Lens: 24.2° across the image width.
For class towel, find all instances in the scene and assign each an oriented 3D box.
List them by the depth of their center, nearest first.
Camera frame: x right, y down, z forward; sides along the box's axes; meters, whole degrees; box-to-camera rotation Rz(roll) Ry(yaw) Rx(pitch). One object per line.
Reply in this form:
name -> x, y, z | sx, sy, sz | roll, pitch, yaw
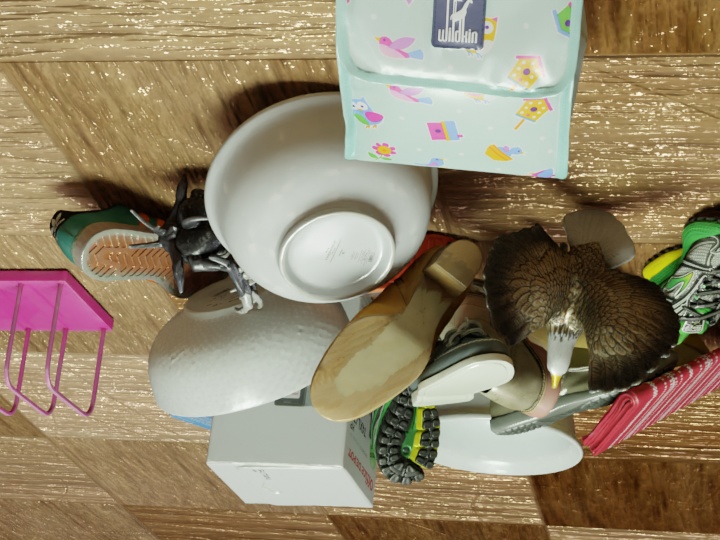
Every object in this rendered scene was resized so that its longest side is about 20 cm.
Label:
towel -> 0.318, 0.110, 1.650 | 0.199, 0.023, 0.145 | -25, 161, -22

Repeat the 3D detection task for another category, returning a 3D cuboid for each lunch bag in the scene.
lunch bag -> 0.069, -0.160, 1.139 | 0.169, 0.122, 0.200 | 6, 149, 6

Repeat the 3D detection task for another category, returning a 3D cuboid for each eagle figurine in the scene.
eagle figurine -> 0.179, 0.029, 1.418 | 0.151, 0.152, 0.200 | -20, 178, 1

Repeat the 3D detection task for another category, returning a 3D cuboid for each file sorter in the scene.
file sorter -> -0.392, 0.085, 1.814 | 0.199, 0.126, 0.139 | 0, 156, 15

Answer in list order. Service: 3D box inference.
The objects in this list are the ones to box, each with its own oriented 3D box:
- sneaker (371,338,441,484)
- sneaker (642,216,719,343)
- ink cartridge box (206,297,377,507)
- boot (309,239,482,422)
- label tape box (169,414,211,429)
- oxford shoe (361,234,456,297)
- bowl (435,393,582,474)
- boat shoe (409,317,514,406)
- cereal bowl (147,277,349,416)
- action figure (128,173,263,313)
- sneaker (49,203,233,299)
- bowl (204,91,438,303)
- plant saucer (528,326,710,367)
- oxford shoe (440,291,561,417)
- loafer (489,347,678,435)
sneaker -> 0.045, 0.104, 1.669 | 0.078, 0.201, 0.085 | 13, -173, -19
sneaker -> 0.317, 0.012, 1.516 | 0.078, 0.086, 0.200 | 10, 156, -9
ink cartridge box -> -0.061, 0.130, 1.738 | 0.145, 0.201, 0.147 | 0, 157, 14
boot -> 0.024, 0.059, 1.417 | 0.071, 0.201, 0.144 | 43, 163, 1
label tape box -> -0.108, 0.143, 1.956 | 0.143, 0.066, 0.200 | 22, 151, -34
oxford shoe -> 0.000, 0.000, 1.591 | 0.199, 0.072, 0.073 | 8, 162, -4
bowl -> 0.150, 0.156, 1.867 | 0.200, 0.091, 0.201 | 5, 157, 2
boat shoe -> 0.078, 0.072, 1.397 | 0.072, 0.062, 0.200 | -3, 168, -10
cereal bowl -> -0.111, 0.058, 1.585 | 0.199, 0.200, 0.084 | -7, 111, 29
action figure -> -0.103, -0.024, 1.507 | 0.199, 0.119, 0.102 | -1, 149, 3
sneaker -> -0.207, -0.026, 1.597 | 0.080, 0.072, 0.200 | 37, -165, 37
bowl -> -0.026, -0.039, 1.373 | 0.200, 0.091, 0.202 | -6, 133, -6
plant saucer -> 0.217, 0.057, 1.692 | 0.199, 0.049, 0.199 | 24, 150, -35
oxford shoe -> 0.108, 0.065, 1.529 | 0.074, 0.071, 0.200 | 15, -167, -29
loafer -> 0.213, 0.103, 1.651 | 0.199, 0.070, 0.075 | -20, 166, 15
